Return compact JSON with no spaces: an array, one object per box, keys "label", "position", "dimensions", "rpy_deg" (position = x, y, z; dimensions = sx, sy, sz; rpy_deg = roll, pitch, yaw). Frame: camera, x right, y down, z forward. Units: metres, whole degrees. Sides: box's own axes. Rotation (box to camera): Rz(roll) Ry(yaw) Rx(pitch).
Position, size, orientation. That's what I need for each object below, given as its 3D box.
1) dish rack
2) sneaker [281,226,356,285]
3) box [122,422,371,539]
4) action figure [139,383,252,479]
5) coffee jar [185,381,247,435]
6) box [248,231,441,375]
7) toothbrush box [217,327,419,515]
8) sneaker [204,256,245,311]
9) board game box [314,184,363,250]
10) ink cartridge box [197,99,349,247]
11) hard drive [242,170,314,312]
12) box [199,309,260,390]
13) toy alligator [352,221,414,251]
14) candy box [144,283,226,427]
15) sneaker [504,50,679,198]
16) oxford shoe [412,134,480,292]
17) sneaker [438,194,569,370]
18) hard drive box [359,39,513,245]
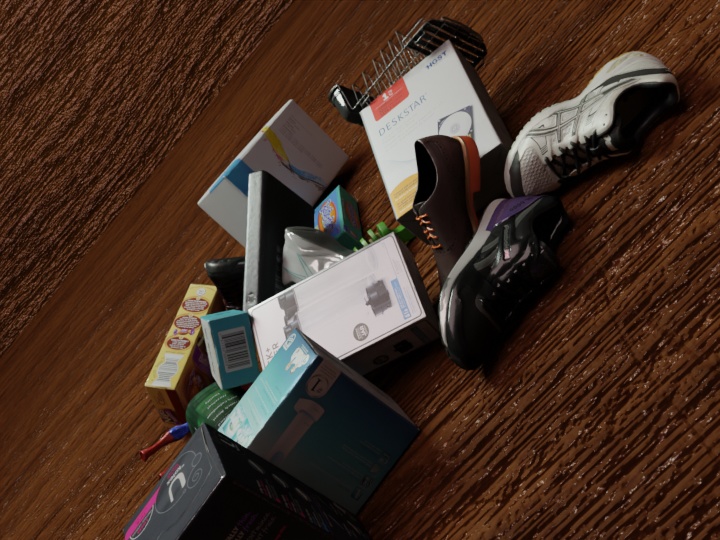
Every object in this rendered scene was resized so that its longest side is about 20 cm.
[{"label":"dish rack","position":[0.070,-0.266,1.019],"dimensions":[0.200,0.152,0.055],"rpy_deg":[-43,59,34]},{"label":"sneaker","position":[-0.020,0.013,0.947],"dimensions":[0.199,0.070,0.081],"rpy_deg":[26,110,30]},{"label":"box","position":[-0.088,0.247,0.654],"dimensions":[0.123,0.199,0.106],"rpy_deg":[-52,26,-3]},{"label":"action figure","position":[-0.204,0.212,1.023],"dimensions":[0.199,0.065,0.099],"rpy_deg":[-37,-11,-29]},{"label":"coffee jar","position":[-0.133,0.203,0.886],"dimensions":[0.085,0.105,0.199],"rpy_deg":[-33,20,-24]},{"label":"box","position":[-0.020,0.059,0.840],"dimensions":[0.198,0.060,0.118],"rpy_deg":[-27,59,14]},{"label":"toothbrush box","position":[-0.062,0.187,0.753],"dimensions":[0.201,0.146,0.085],"rpy_deg":[-54,25,-1]},{"label":"sneaker","position":[-0.193,0.040,1.193],"dimensions":[0.200,0.074,0.118],"rpy_deg":[27,-122,-85]},{"label":"board game box","position":[-0.082,-0.022,1.170],"dimensions":[0.200,0.045,0.153],"rpy_deg":[-43,26,20]},{"label":"ink cartridge box","position":[-0.148,-0.156,1.287],"dimensions":[0.201,0.146,0.146],"rpy_deg":[-55,15,-28]},{"label":"hard drive","position":[-0.108,-0.018,1.027],"dimensions":[0.032,0.139,0.203],"rpy_deg":[-10,68,25]},{"label":"box","position":[-0.167,0.095,0.942],"dimensions":[0.048,0.084,0.200],"rpy_deg":[-12,1,-15]},{"label":"toy alligator","position":[0.000,0.000,0.994],"dimensions":[0.201,0.054,0.059],"rpy_deg":[-49,25,6]},{"label":"candy box","position":[-0.268,0.135,1.192],"dimensions":[0.056,0.118,0.202],"rpy_deg":[4,49,10]},{"label":"sneaker","position":[0.231,-0.139,0.763],"dimensions":[0.200,0.075,0.088],"rpy_deg":[-44,26,17]},{"label":"oxford shoe","position":[0.087,-0.045,0.804],"dimensions":[0.071,0.072,0.203],"rpy_deg":[-16,76,62]},{"label":"sneaker","position":[0.144,0.003,0.733],"dimensions":[0.087,0.076,0.202],"rpy_deg":[-8,49,48]},{"label":"hard drive box","position":[0.098,-0.161,0.936],"dimensions":[0.155,0.076,0.202],"rpy_deg":[-36,48,22]}]
